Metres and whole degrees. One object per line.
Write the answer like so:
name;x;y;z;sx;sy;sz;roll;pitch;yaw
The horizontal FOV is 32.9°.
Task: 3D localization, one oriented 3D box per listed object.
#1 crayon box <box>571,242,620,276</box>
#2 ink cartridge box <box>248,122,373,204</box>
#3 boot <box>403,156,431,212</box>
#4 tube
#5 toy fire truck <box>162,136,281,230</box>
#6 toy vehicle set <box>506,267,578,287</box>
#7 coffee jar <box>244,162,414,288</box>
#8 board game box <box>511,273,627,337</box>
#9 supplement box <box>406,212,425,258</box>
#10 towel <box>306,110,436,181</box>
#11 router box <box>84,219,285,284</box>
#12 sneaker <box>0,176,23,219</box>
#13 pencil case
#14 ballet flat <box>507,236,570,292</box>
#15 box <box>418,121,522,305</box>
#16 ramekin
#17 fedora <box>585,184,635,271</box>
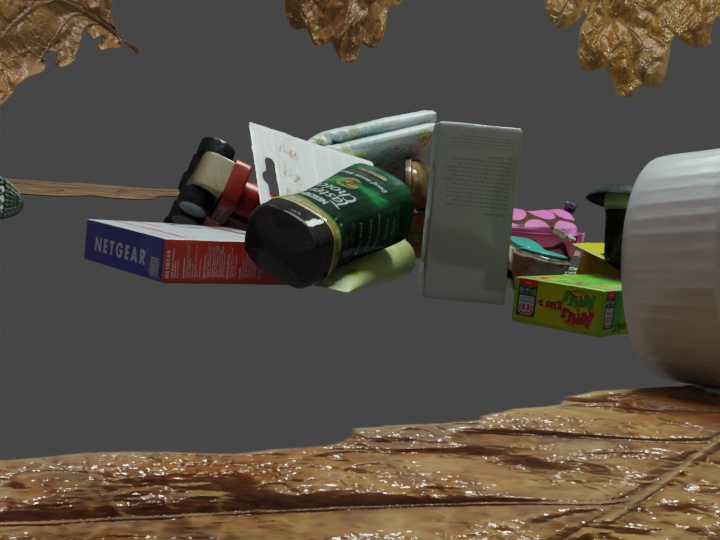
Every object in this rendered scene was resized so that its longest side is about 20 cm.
crayon box;0.359;0.008;1.523;0.199;0.051;0.127;0;21;-46
ink cartridge box;-0.058;-0.085;1.518;0.199;0.162;0.050;13;-37;-35
boot;0.103;-0.115;1.686;0.075;0.074;0.200;5;-1;15
tube;0.000;0.000;1.406;0.058;0.052;0.200;-36;-8;30
toy fire truck;-0.140;-0.083;1.602;0.199;0.129;0.176;25;-25;-11
toy vehicle set;0.240;0.008;1.655;0.199;0.027;0.124;7;6;17
coffee jar;-0.034;-0.051;1.352;0.104;0.086;0.200;28;33;26
board game box;0.255;0.034;1.296;0.101;0.048;0.199;9;6;36
supplement box;0.073;-0.049;1.736;0.199;0.067;0.069;-1;0;29
towel;-0.001;-0.155;1.684;0.199;0.048;0.171;-15;-18;-18
router box;-0.196;-0.022;1.412;0.179;0.049;0.199;1;7;-37
sneaker;-0.612;-0.117;1.883;0.198;0.078;0.089;8;-3;2
pencil case;0.199;-0.049;1.636;0.199;0.091;0.094;0;15;-29
ballet flat;0.209;0.002;1.480;0.068;0.068;0.200;12;6;-2
box;0.126;-0.069;1.433;0.097;0.202;0.124;6;6;0
ramekin;0.280;-0.002;0.968;0.097;0.202;0.200;1;2;31
fedora;0.345;-0.032;1.365;0.199;0.092;0.201;12;-4;1
